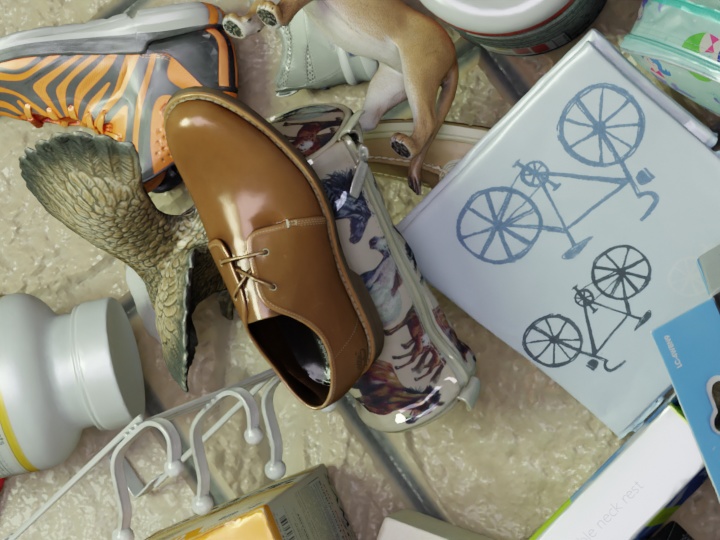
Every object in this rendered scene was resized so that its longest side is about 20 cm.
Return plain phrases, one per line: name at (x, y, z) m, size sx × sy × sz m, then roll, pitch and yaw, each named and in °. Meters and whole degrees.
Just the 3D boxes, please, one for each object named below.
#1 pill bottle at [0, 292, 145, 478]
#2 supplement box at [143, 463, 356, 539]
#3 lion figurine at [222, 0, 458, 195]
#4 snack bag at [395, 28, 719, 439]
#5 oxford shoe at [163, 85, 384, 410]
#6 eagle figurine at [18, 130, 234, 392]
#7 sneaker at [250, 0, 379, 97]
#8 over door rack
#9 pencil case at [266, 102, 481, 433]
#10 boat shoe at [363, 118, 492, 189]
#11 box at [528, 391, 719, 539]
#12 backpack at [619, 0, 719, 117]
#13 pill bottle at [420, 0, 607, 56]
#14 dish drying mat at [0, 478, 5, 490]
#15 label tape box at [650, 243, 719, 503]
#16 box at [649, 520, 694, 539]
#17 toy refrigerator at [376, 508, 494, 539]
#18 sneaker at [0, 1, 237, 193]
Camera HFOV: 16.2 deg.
pill bottle at (-0.241, 0.076, 1.578) m, size 0.200 × 0.112 × 0.112 m, roll -13°, pitch 86°, yaw 7°
supplement box at (-0.081, 0.181, 1.514) m, size 0.126 × 0.200 × 0.074 m, roll -23°, pitch 89°, yaw 9°
lion figurine at (0.001, -0.153, 1.513) m, size 0.200 × 0.072 × 0.123 m, roll 50°, pitch 58°, yaw -14°
snack bag at (0.149, -0.018, 1.512) m, size 0.200 × 0.021 × 0.189 m, roll 39°, pitch 115°, yaw -10°
oxford shoe at (-0.053, -0.011, 1.416) m, size 0.071 × 0.071 × 0.200 m, roll -20°, pitch 110°, yaw 32°
eagle figurine at (-0.112, -0.011, 1.519) m, size 0.152 × 0.200 × 0.151 m, roll 5°, pitch 97°, yaw 29°
sneaker at (-0.052, -0.203, 1.580) m, size 0.082 × 0.075 × 0.200 m, roll -20°, pitch 86°, yaw 9°
over door rack at (-0.122, 0.123, 1.514) m, size 0.200 × 0.148 × 0.067 m, roll -28°, pitch 84°, yaw 41°
pencil case at (0.000, 0.000, 1.493) m, size 0.089 × 0.078 × 0.200 m, roll -4°, pitch 122°, yaw 46°
boat shoe at (0.082, -0.050, 1.551) m, size 0.200 × 0.074 × 0.067 m, roll 9°, pitch 85°, yaw 11°
box at (0.151, 0.145, 1.508) m, size 0.048 × 0.122 × 0.200 m, roll 45°, pitch 97°, yaw 11°
backpack at (0.235, -0.158, 1.442) m, size 0.177 × 0.200 × 0.151 m, roll 27°, pitch 85°, yaw 33°
pill bottle at (0.090, -0.186, 1.488) m, size 0.116 × 0.200 × 0.116 m, roll 0°, pitch 88°, yaw 10°
dish drying mat at (-0.262, 0.113, 1.646) m, size 0.077 × 0.018 × 0.200 m, roll 19°, pitch 91°, yaw 9°
label tape box at (0.259, 0.040, 1.458) m, size 0.200 × 0.066 × 0.143 m, roll -29°, pitch 109°, yaw -13°
box at (0.208, 0.262, 1.489) m, size 0.200 × 0.132 × 0.115 m, roll 46°, pitch 101°, yaw 9°
toy refrigerator at (0.021, 0.253, 1.556) m, size 0.070 × 0.076 × 0.200 m, roll 19°, pitch 92°, yaw 11°
sneaker at (-0.174, -0.098, 1.602) m, size 0.200 × 0.078 × 0.112 m, roll -11°, pitch 86°, yaw 11°
